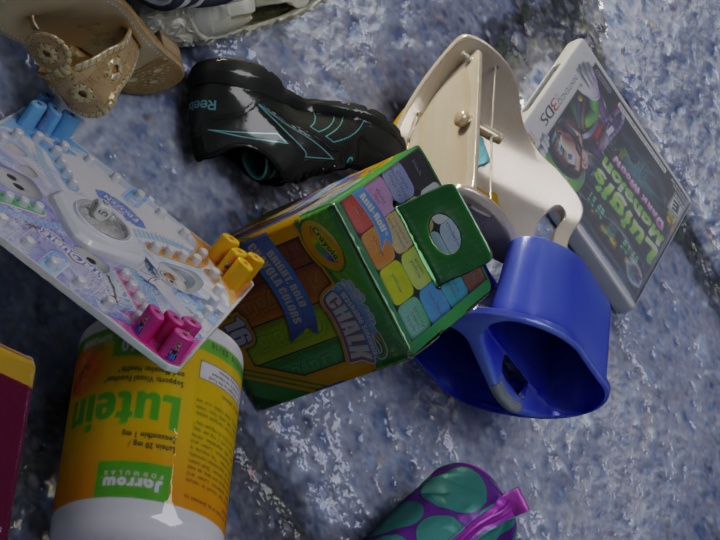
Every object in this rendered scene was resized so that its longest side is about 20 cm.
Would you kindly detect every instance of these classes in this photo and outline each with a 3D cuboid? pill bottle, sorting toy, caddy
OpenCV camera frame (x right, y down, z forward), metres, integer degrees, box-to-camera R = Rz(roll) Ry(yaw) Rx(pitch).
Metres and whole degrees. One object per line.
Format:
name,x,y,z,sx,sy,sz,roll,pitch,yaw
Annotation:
pill bottle,-0.139,0.137,1.320,0.111,0.111,0.201,29,53,-37
sorting toy,0.115,-0.057,1.660,0.180,0.107,0.200,34,36,-23
caddy,0.117,0.056,1.599,0.200,0.141,0.105,49,44,-53

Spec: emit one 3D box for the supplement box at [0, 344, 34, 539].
supplement box,-0.270,0.138,1.148,0.103,0.131,0.201,29,54,-37

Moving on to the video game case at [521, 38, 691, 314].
video game case,0.221,-0.089,1.893,0.200,0.023,0.182,54,42,-16

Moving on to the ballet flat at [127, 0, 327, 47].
ballet flat,-0.092,-0.210,1.557,0.200,0.072,0.072,-23,90,-51

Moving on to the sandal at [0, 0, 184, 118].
sandal,-0.175,-0.136,1.401,0.212,0.077,0.070,20,52,-65

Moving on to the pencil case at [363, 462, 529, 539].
pencil case,0.038,0.218,1.497,0.200,0.092,0.085,-38,102,-50

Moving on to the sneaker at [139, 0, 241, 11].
sneaker,-0.146,-0.276,1.446,0.108,0.070,0.201,-28,97,-51

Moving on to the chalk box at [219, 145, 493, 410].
chalk box,0.000,0.000,1.468,0.124,0.200,0.125,-36,100,-49

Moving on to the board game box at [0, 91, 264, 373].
board game box,-0.165,-0.032,1.322,0.200,0.026,0.200,38,19,-1

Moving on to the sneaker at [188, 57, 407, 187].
sneaker,-0.051,-0.097,1.569,0.200,0.075,0.080,17,72,-34
